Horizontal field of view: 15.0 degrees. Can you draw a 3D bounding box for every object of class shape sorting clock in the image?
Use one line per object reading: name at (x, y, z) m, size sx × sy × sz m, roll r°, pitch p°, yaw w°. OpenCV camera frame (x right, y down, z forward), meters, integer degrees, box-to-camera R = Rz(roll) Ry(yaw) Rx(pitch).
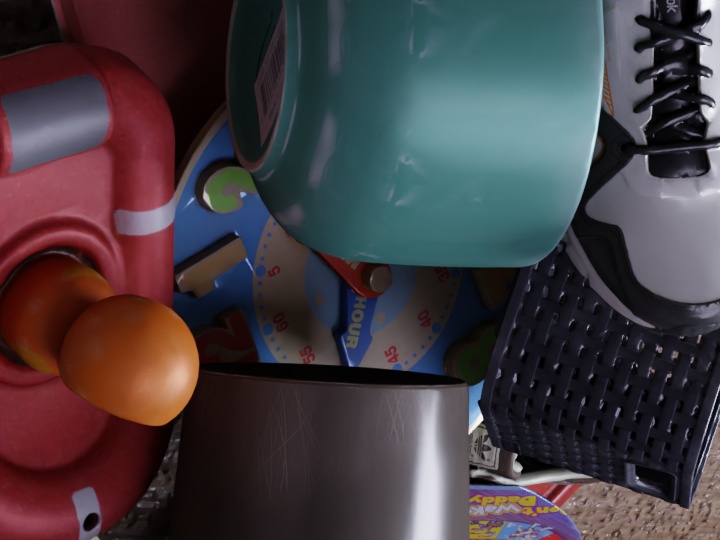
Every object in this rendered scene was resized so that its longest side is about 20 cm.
shape sorting clock at (0.000, 0.000, 1.166) m, size 0.200 × 0.039 × 0.200 m, roll -8°, pitch 107°, yaw -28°

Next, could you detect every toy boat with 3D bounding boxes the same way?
toy boat at (-0.111, 0.021, 1.038) m, size 0.130 × 0.131 × 0.200 m, roll -20°, pitch 127°, yaw -34°

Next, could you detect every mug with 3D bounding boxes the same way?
mug at (0.015, -0.094, 1.056) m, size 0.114 × 0.152 × 0.185 m, roll 1°, pitch 98°, yaw -17°

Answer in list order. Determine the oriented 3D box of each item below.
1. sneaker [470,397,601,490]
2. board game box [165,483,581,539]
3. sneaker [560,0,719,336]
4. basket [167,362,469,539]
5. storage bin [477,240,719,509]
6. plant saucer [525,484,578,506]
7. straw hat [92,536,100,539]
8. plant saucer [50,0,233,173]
sneaker at (0.040, 0.063, 1.250) m, size 0.200 × 0.076 × 0.071 m, roll 2°, pitch 104°, yaw -19°
board game box at (0.006, 0.151, 1.281) m, size 0.200 × 0.039 × 0.158 m, roll 1°, pitch 149°, yaw -6°
sneaker at (0.108, -0.074, 1.047) m, size 0.074 × 0.200 × 0.080 m, roll -8°, pitch 167°, yaw -16°
basket at (-0.018, 0.140, 1.087) m, size 0.180 × 0.136 × 0.200 m, roll -5°, pitch 98°, yaw -76°
storage bin at (0.125, -0.014, 1.149) m, size 0.135 × 0.094 × 0.200 m, roll 67°, pitch 42°, yaw -76°
plant saucer at (0.042, 0.096, 1.365) m, size 0.200 × 0.037 × 0.200 m, roll -47°, pitch 140°, yaw -1°
straw hat at (-0.137, 0.157, 1.216) m, size 0.201 × 0.085 × 0.201 m, roll -31°, pitch 174°, yaw -3°
plant saucer at (-0.040, -0.126, 1.122) m, size 0.200 × 0.037 × 0.200 m, roll -32°, pitch 139°, yaw -18°
